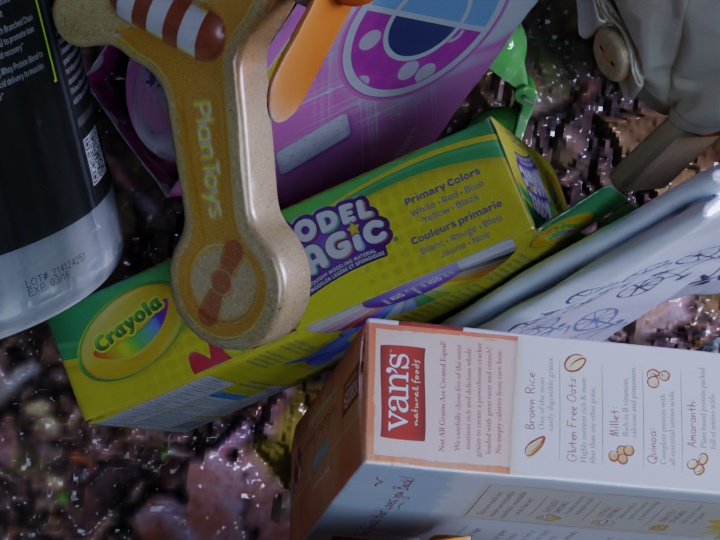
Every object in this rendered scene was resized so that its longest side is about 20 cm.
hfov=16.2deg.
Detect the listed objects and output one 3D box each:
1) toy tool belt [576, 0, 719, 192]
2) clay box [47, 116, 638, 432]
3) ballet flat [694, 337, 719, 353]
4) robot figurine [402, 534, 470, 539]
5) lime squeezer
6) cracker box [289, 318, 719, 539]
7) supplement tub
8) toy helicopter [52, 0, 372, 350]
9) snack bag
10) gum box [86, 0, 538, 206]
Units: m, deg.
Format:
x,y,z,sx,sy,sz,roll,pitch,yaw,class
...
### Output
x,y,z,sx,sy,sz,roll,pitch,yaw,class
0.169,-0.109,0.907,0.200,0.125,0.123,-29,143,-23,toy tool belt
0.000,0.000,0.911,0.200,0.115,0.048,-24,80,10,clay box
0.177,0.114,1.079,0.072,0.072,0.200,-40,114,-5,ballet flat
-0.015,0.139,0.937,0.145,0.200,0.058,-4,75,-20,robot figurine
0.037,-0.060,0.986,0.070,0.038,0.200,-22,112,-13,lime squeezer
0.083,0.072,0.934,0.199,0.134,0.058,5,69,-12,cracker box
-0.159,-0.081,0.861,0.122,0.123,0.201,-17,110,-15,supplement tub
-0.039,-0.074,0.813,0.079,0.132,0.201,-22,107,-61,toy helicopter
0.134,-0.007,0.944,0.200,0.188,0.021,-12,76,-41,snack bag
0.007,-0.116,0.883,0.113,0.066,0.200,4,129,-50,gum box
